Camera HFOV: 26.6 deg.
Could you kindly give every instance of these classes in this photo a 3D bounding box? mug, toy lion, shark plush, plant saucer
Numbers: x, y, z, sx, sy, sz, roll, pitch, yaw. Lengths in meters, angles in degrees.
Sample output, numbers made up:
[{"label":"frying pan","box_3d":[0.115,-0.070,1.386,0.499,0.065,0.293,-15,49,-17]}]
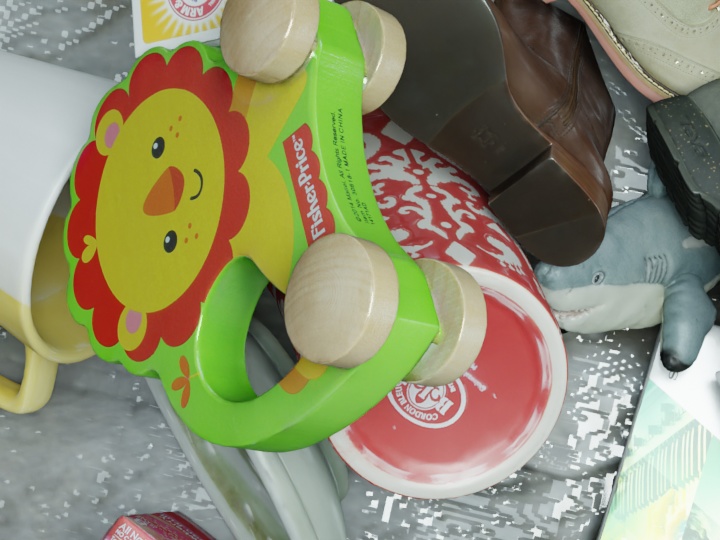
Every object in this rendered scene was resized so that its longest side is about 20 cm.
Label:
[{"label":"mug","box_3d":[0.001,0.011,0.715,0.176,0.200,0.134,5,111,-10]},{"label":"toy lion","box_3d":[-0.056,-0.014,0.628,0.191,0.068,0.201,-37,55,35]},{"label":"mug","box_3d":[-0.196,-0.034,0.817,0.153,0.149,0.187,26,81,20]},{"label":"shark plush","box_3d":[0.168,-0.033,0.765,0.200,0.084,0.091,-37,34,-12]},{"label":"plant saucer","box_3d":[-0.053,0.079,0.755,0.050,0.200,0.201,-29,78,-16]}]

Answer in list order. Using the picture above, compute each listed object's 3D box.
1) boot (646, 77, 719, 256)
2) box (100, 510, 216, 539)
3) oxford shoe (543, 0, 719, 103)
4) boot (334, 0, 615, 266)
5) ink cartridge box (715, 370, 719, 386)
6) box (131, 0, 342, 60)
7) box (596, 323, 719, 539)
[{"label":"boot","box_3d":[0.222,-0.021,0.683,0.130,0.068,0.201,-22,68,2]},{"label":"box","box_3d":[-0.059,0.218,0.777,0.200,0.100,0.096,36,90,13]},{"label":"oxford shoe","box_3d":[0.150,-0.137,0.736,0.199,0.074,0.071,34,48,-13]},{"label":"boot","box_3d":[0.064,-0.113,0.734,0.064,0.200,0.187,-27,109,24]},{"label":"ink cartridge box","box_3d":[0.242,0.111,0.679,0.094,0.044,0.201,-33,52,22]},{"label":"box","box_3d":[-0.024,-0.144,0.759,0.101,0.200,0.113,-8,80,22]},{"label":"box","box_3d":[0.229,0.118,0.771,0.199,0.036,0.145,16,85,12]}]
